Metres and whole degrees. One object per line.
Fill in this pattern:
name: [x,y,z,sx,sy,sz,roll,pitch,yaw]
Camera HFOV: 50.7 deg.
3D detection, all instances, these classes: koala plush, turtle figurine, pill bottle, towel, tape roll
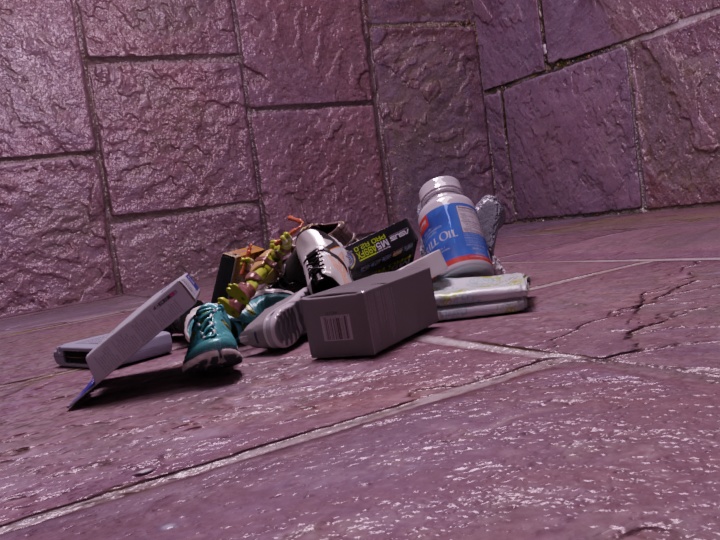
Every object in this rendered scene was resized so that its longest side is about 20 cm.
koala plush: [0.204,-0.031,1.519,0.173,0.189,0.200,2,-14,15]
turtle figurine: [-0.164,0.003,1.224,0.198,0.065,0.162,-25,24,48]
pill bottle: [0.164,-0.064,1.365,0.109,0.204,0.113,-9,-32,-6]
towel: [0.169,0.039,1.195,0.195,0.049,0.171,-8,4,13]
tape roll: [0.050,0.026,1.243,0.199,0.038,0.203,-27,-3,-1]

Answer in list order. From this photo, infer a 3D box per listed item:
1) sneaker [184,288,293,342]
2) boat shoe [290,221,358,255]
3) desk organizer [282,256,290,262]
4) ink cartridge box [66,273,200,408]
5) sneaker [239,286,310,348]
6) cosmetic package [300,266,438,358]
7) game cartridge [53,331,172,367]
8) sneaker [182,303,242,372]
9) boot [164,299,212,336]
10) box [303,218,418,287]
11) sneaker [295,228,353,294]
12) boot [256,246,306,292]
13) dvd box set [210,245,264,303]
sneaker: [-0.187,0.088,1.238,0.196,0.079,0.080,-16,25,-20]
boat shoe: [-0.076,-0.056,1.375,0.072,0.060,0.198,-44,25,-25]
desk organizer: [-0.092,0.013,1.456,0.196,0.073,0.077,-18,-45,26]
ink cartridge box: [-0.300,0.082,1.000,0.199,0.044,0.196,-39,9,-8]
sneaker: [-0.116,0.071,1.157,0.080,0.077,0.199,-10,2,21]
cosmetic package: [0.018,0.055,1.035,0.105,0.093,0.199,-8,8,30]
game cartridge: [-0.404,0.129,1.260,0.197,0.043,0.131,-5,2,44]
sneaker: [-0.200,0.086,0.998,0.076,0.082,0.200,-10,5,-12]
boot: [-0.349,0.103,1.368,0.170,0.071,0.200,-12,-2,8]
box: [0.000,0.000,1.311,0.196,0.045,0.161,-25,-20,-11]
sneaker: [-0.052,0.002,1.154,0.074,0.201,0.080,-41,-37,11]
boot: [-0.141,0.032,1.331,0.137,0.078,0.201,-32,-18,-44]
dvd box set: [-0.227,0.035,1.391,0.029,0.150,0.200,14,6,6]
